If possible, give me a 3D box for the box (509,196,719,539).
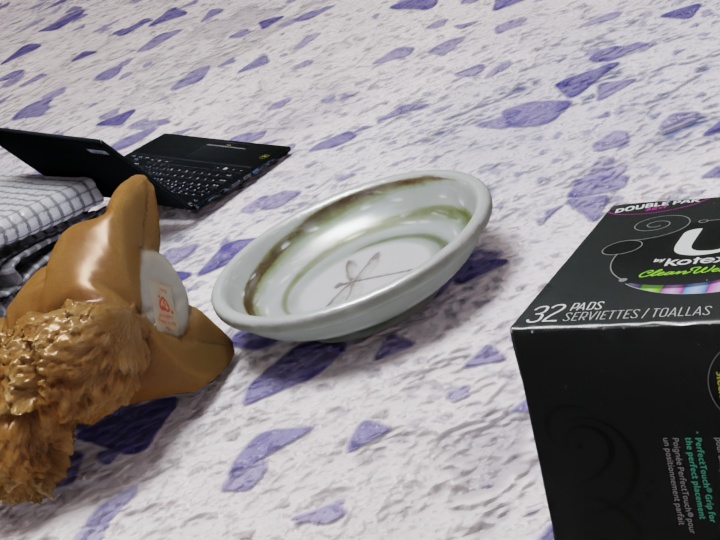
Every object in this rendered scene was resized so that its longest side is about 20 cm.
[{"bbox_3d":[0.185,0.045,0.615,0.200,0.124,0.149,-5,19,27],"label":"box"}]

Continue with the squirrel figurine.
[{"bbox_3d":[-0.210,0.059,1.003,0.187,0.142,0.200,-21,19,22],"label":"squirrel figurine"}]

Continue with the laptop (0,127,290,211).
[{"bbox_3d":[-0.199,-0.116,1.378,0.177,0.103,0.200,11,35,41],"label":"laptop"}]

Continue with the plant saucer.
[{"bbox_3d":[0.000,0.000,1.038,0.200,0.050,0.200,-20,23,9],"label":"plant saucer"}]

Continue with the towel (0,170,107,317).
[{"bbox_3d":[-0.336,-0.024,1.372,0.200,0.086,0.166,5,27,41],"label":"towel"}]
